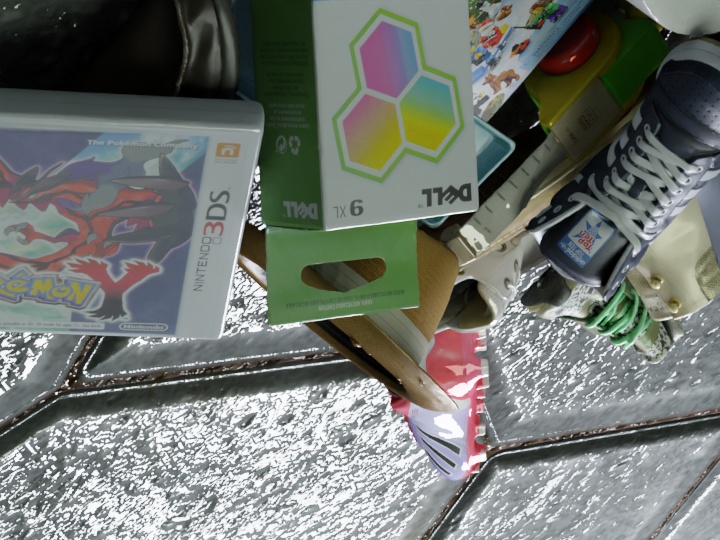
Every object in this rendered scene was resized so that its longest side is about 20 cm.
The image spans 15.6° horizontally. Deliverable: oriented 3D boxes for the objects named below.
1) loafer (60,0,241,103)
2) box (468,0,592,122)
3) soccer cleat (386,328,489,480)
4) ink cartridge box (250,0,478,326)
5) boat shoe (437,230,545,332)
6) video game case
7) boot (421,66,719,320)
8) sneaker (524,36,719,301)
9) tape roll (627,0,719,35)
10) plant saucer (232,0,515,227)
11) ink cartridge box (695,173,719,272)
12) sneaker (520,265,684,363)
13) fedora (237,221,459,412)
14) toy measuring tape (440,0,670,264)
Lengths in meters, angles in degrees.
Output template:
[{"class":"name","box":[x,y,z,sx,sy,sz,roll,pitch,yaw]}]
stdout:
[{"class":"loafer","box":[-0.115,-0.084,1.338,0.071,0.073,0.201,-5,140,-26]},{"class":"box","box":[0.053,-0.138,1.474,0.136,0.038,0.200,6,131,-51]},{"class":"soccer cleat","box":[0.050,0.087,1.807,0.076,0.067,0.200,0,154,1]},{"class":"ink cartridge box","box":[0.003,-0.073,1.357,0.103,0.059,0.202,-8,98,-37]},{"class":"boat shoe","box":[0.069,0.009,1.681,0.199,0.069,0.071,-24,148,-27]},{"class":"video game case","box":[-0.158,-0.026,1.344,0.198,0.023,0.183,2,143,-9]},{"class":"boot","box":[0.149,-0.024,1.648,0.199,0.073,0.156,-35,116,-10]},{"class":"sneaker","box":[0.160,-0.052,1.489,0.109,0.070,0.200,-47,177,-22]},{"class":"tape roll","box":[0.197,-0.231,1.409,0.202,0.071,0.203,-30,142,-26]},{"class":"plant saucer","box":[-0.005,-0.096,1.421,0.199,0.019,0.070,34,111,-34]},{"class":"ink cartridge box","box":[0.311,-0.071,1.540,0.198,0.145,0.146,12,125,-13]},{"class":"sneaker","box":[0.176,0.021,1.766,0.077,0.089,0.200,-49,163,16]},{"class":"fedora","box":[0.000,0.000,1.499,0.082,0.200,0.201,-51,152,-5]},{"class":"toy measuring tape","box":[0.107,-0.091,1.548,0.200,0.073,0.074,-47,153,-9]}]
